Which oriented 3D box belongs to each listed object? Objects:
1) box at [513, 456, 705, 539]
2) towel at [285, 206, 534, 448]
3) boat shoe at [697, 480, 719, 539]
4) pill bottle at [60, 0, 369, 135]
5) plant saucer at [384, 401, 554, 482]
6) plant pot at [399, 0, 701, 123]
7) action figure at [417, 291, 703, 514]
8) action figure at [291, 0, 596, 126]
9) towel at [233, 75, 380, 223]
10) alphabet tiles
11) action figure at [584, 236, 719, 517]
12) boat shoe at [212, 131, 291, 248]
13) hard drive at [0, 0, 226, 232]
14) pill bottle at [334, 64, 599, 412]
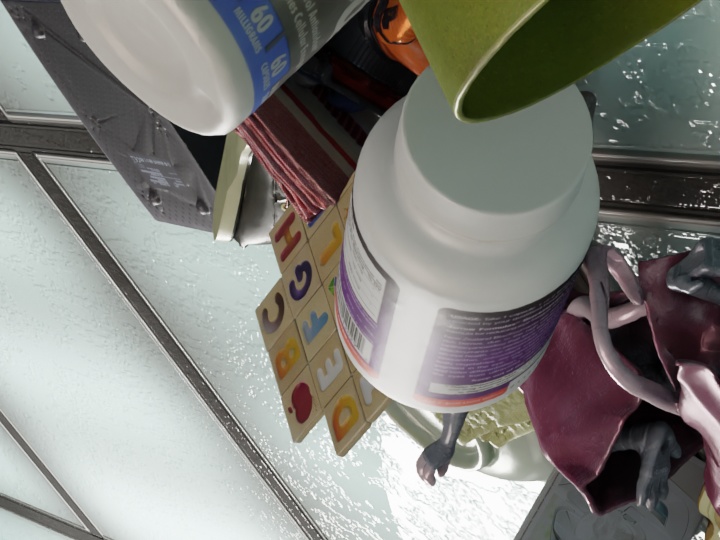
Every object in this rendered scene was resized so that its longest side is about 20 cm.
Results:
[{"bbox_3d":[0.126,0.205,1.340,0.096,0.177,0.200,29,155,8],"label":"box"},{"bbox_3d":[0.056,0.019,1.293,0.200,0.037,0.148,47,139,-12],"label":"towel"},{"bbox_3d":[0.230,0.129,1.188,0.066,0.074,0.200,31,165,21],"label":"boat shoe"},{"bbox_3d":[-0.029,-0.163,0.937,0.114,0.200,0.114,38,158,18],"label":"pill bottle"},{"bbox_3d":[0.056,0.078,1.427,0.200,0.050,0.201,37,158,18],"label":"plant saucer"},{"bbox_3d":[0.058,-0.191,0.801,0.201,0.186,0.187,57,160,9],"label":"plant pot"},{"bbox_3d":[0.096,0.043,1.149,0.200,0.133,0.150,30,141,45],"label":"action figure"},{"bbox_3d":[0.048,-0.110,1.089,0.199,0.105,0.193,29,178,-36],"label":"action figure"},{"bbox_3d":[-0.046,-0.114,1.122,0.144,0.023,0.200,49,-157,-9],"label":"towel"},{"bbox_3d":[0.000,0.000,1.228,0.200,0.006,0.167,-51,43,37],"label":"alphabet tiles"},{"bbox_3d":[0.184,0.085,1.026,0.148,0.135,0.201,-1,144,9],"label":"action figure"},{"bbox_3d":[-0.048,-0.084,1.309,0.063,0.074,0.202,6,145,-7],"label":"boat shoe"},{"bbox_3d":[-0.150,-0.112,1.460,0.134,0.042,0.201,12,141,54],"label":"hard drive"},{"bbox_3d":[0.049,-0.019,0.992,0.111,0.111,0.200,40,159,12],"label":"pill bottle"}]
